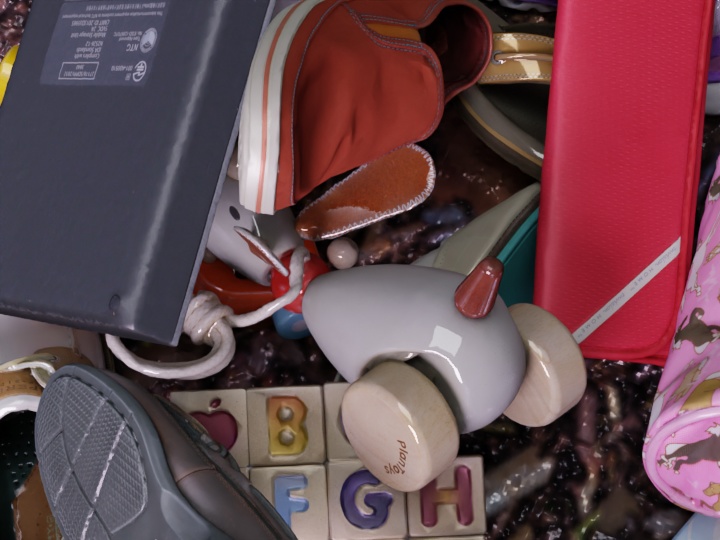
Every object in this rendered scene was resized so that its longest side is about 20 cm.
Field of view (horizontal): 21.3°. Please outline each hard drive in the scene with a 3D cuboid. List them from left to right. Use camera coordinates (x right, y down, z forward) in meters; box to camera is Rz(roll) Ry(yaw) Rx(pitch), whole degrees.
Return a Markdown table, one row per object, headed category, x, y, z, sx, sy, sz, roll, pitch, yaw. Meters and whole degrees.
| category | x | y | z | sx | sy | sz | roll | pitch | yaw |
| --- | --- | --- | --- | --- | --- | --- | --- | --- | --- |
| hard drive | -0.099 | -0.074 | 0.790 | 0.139 | 0.033 | 0.201 | 7 | 78 | 47 |

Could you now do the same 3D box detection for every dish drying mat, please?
| category | x | y | z | sx | sy | sz | roll | pitch | yaw |
| --- | --- | --- | --- | --- | --- | --- | --- | --- | --- |
| dish drying mat | 0.117 | -0.060 | 0.835 | 0.076 | 0.018 | 0.201 | 6 | 88 | -18 |

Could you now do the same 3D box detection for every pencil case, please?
| category | x | y | z | sx | sy | sz | roll | pitch | yaw |
| --- | --- | --- | --- | --- | --- | --- | --- | --- | --- |
| pencil case | 0.177 | 0.011 | 0.812 | 0.086 | 0.083 | 0.201 | -5 | 44 | 29 |

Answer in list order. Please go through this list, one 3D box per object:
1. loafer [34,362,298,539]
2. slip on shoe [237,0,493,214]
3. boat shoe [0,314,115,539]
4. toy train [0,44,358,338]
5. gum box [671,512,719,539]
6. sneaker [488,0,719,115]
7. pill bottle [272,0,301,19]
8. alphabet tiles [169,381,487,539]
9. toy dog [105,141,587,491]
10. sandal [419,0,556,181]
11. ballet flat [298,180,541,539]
| category | x | y | z | sx | sy | sz | roll | pitch | yaw |
| --- | --- | --- | --- | --- | --- | --- | --- | --- | --- |
| loafer | -0.064 | 0.108 | 0.761 | 0.200 | 0.063 | 0.072 | 44 | 116 | 42 |
| slip on shoe | 0.003 | -0.076 | 0.786 | 0.061 | 0.074 | 0.200 | 12 | 25 | 19 |
| boat shoe | -0.146 | 0.064 | 0.854 | 0.074 | 0.068 | 0.201 | -16 | 68 | -2 |
| toy train | -0.096 | -0.040 | 0.903 | 0.149 | 0.056 | 0.201 | -6 | 55 | -27 |
| gum box | 0.218 | 0.147 | 0.807 | 0.170 | 0.045 | 0.200 | 39 | 77 | 18 |
| sneaker | 0.115 | -0.157 | 0.910 | 0.200 | 0.089 | 0.081 | 32 | 76 | 16 |
| pill bottle | -0.077 | -0.177 | 0.912 | 0.112 | 0.112 | 0.200 | -29 | 58 | -7 |
| alphabet tiles | -0.027 | 0.148 | 0.808 | 0.165 | 0.006 | 0.201 | -3 | 88 | 7 |
| toy dog | 0.000 | 0.000 | 0.778 | 0.199 | 0.097 | 0.132 | 23 | 41 | 16 |
| sandal | 0.075 | -0.098 | 0.891 | 0.200 | 0.080 | 0.054 | 48 | 123 | 22 |
| ballet flat | 0.027 | 0.039 | 0.856 | 0.069 | 0.070 | 0.201 | 24 | 73 | 13 |
